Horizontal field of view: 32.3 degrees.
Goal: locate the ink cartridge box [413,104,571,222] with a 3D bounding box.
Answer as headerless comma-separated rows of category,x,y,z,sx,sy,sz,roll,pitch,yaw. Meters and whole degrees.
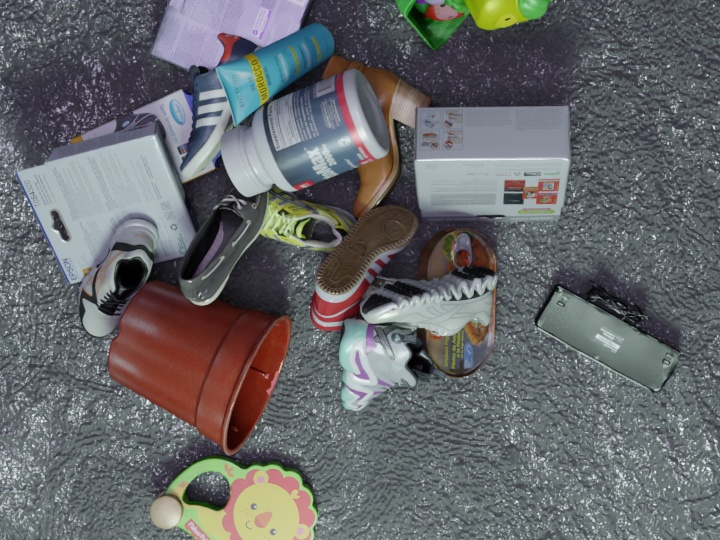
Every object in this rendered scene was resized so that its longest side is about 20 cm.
ink cartridge box,0.173,-0.138,1.647,0.198,0.176,0.085,0,65,5

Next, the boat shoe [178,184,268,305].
boat shoe,-0.180,-0.050,1.640,0.066,0.057,0.201,15,67,25

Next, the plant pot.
plant pot,-0.222,0.117,1.678,0.194,0.201,0.202,22,97,11

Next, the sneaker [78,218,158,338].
sneaker,-0.337,0.023,1.698,0.073,0.080,0.201,18,125,-20

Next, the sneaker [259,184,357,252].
sneaker,-0.099,-0.073,1.696,0.198,0.076,0.076,10,98,7

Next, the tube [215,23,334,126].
tube,-0.111,-0.261,1.603,0.050,0.200,0.078,-2,118,42

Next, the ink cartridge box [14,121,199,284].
ink cartridge box,-0.337,-0.089,1.688,0.198,0.043,0.198,-12,126,5

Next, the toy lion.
toy lion,-0.167,0.340,1.756,0.192,0.069,0.200,-44,90,1

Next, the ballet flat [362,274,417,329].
ballet flat,0.037,0.038,1.701,0.198,0.069,0.070,17,97,3

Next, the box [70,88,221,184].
box,-0.288,-0.166,1.724,0.198,0.041,0.120,-23,94,5

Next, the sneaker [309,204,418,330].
sneaker,0.000,0.000,1.651,0.071,0.200,0.113,36,142,16

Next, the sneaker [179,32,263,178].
sneaker,-0.203,-0.223,1.653,0.084,0.075,0.201,31,98,-2

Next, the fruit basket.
fruit basket,0.133,-0.354,1.585,0.215,0.216,0.156,41,97,0

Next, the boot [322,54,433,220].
boot,-0.009,-0.180,1.678,0.154,0.077,0.201,25,99,4

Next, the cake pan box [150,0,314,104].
cake pan box,-0.167,-0.350,1.689,0.183,0.052,0.202,21,97,1

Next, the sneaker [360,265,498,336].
sneaker,0.093,0.051,1.608,0.198,0.075,0.082,-10,109,-26

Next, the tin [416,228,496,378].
tin,0.128,0.043,1.682,0.111,0.042,0.202,-2,96,-32

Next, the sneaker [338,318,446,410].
sneaker,0.045,0.137,1.652,0.138,0.200,0.078,6,63,6

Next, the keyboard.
keyboard,0.346,0.079,1.700,0.199,0.040,0.105,29,120,1

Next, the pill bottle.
pill bottle,-0.073,-0.170,1.606,0.198,0.120,0.121,-20,94,16
